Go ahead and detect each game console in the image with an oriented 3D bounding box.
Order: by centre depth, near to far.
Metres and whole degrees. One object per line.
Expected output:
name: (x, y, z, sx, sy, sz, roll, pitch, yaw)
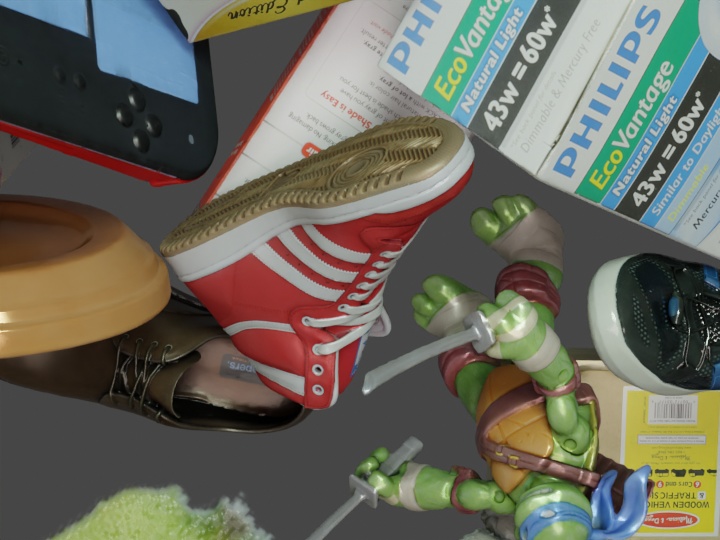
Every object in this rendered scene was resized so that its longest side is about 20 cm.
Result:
game console: (-0.136, -0.148, 1.219, 0.031, 0.177, 0.201, -17, 69, 28)

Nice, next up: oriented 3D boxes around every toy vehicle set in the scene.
toy vehicle set: (0.168, 0.107, 1.390, 0.198, 0.027, 0.125, 2, 102, -3)

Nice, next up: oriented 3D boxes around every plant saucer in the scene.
plant saucer: (-0.193, -0.002, 1.250, 0.198, 0.200, 0.038, -1, 106, -2)

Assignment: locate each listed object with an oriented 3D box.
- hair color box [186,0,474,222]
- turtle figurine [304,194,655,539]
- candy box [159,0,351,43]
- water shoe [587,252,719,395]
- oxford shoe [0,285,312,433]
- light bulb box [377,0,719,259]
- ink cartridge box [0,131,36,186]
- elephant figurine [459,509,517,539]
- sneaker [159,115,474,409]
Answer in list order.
hair color box: (-0.004, -0.068, 1.326, 0.101, 0.061, 0.201, 33, 99, -8)
turtle figurine: (0.044, 0.051, 1.261, 0.198, 0.195, 0.145, -2, 129, 1)
candy box: (-0.067, -0.206, 1.171, 0.136, 0.061, 0.200, -12, 135, 28)
water shoe: (0.198, 0.025, 1.284, 0.199, 0.079, 0.072, 12, 65, -41)
oxford shoe: (-0.116, 0.043, 1.335, 0.198, 0.084, 0.073, 7, 104, -3)
light bulb box: (0.149, -0.130, 1.240, 0.199, 0.125, 0.199, 18, 105, -49)
ink cartridge box: (-0.254, -0.096, 1.231, 0.144, 0.200, 0.146, -11, 103, 5)
elephant figurine: (0.043, 0.204, 1.357, 0.200, 0.141, 0.156, -32, 66, 41)
sneaker: (0.000, 0.000, 1.241, 0.199, 0.071, 0.113, -18, 112, 44)
